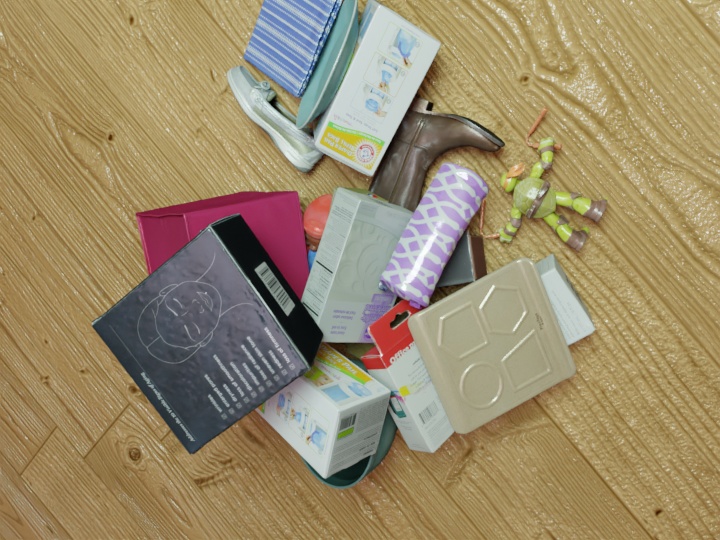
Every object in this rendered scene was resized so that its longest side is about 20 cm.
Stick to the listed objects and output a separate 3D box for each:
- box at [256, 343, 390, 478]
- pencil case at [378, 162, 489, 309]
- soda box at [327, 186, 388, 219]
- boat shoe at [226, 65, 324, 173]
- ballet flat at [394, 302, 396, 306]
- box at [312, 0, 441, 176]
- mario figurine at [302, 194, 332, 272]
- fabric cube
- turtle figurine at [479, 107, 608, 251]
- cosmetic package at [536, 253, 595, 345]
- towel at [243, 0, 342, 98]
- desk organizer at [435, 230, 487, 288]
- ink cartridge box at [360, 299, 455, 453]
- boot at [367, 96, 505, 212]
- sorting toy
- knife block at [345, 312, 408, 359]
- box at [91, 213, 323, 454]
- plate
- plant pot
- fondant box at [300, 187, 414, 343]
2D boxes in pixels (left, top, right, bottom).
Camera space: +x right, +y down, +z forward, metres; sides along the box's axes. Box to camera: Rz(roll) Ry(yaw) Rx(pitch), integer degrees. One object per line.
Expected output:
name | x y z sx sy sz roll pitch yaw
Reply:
box | -0.068 0.183 0.780 0.197 0.110 0.105 28 112 38
pencil case | 0.104 -0.045 0.736 0.083 0.085 0.204 29 89 48
soda box | -0.020 -0.020 0.825 0.063 0.066 0.207 32 116 45
boat shoe | -0.134 -0.255 0.863 0.064 0.075 0.203 -39 94 19
ballet flat | -0.023 0.087 0.923 0.195 0.067 0.048 -24 98 30
box | 0.015 -0.262 0.765 0.099 0.114 0.204 22 114 -18
mario figurine | -0.062 -0.033 0.909 0.106 0.119 0.207 46 133 48
fabric cube | -0.216 -0.012 0.853 0.196 0.195 0.204 8 111 47
turtle figurine | 0.265 -0.110 0.758 0.158 0.064 0.205 28 113 11
cosmetic package | 0.239 0.081 0.814 0.198 0.081 0.114 -37 92 24
towel | -0.103 -0.394 0.819 0.144 0.024 0.204 38 114 23
desk organizer | 0.097 -0.004 0.841 0.194 0.076 0.075 -11 84 31
ink cartridge box | 0.081 0.149 0.795 0.067 0.114 0.205 -20 100 60
boot | 0.103 -0.140 0.809 0.183 0.064 0.206 30 111 24
sorting toy | 0.185 0.107 0.754 0.195 0.037 0.190 -26 98 2
knife block | 0.093 0.163 0.900 0.194 0.064 0.181 -20 97 23
box | -0.181 0.075 0.664 0.194 0.124 0.203 -34 98 10
plate | -0.043 -0.295 0.764 0.025 0.202 0.204 21 116 -20
plant pot | -0.010 0.242 0.904 0.195 0.132 0.209 3 95 42
fondant box | 0.000 0.000 0.766 0.058 0.141 0.206 32 107 42
